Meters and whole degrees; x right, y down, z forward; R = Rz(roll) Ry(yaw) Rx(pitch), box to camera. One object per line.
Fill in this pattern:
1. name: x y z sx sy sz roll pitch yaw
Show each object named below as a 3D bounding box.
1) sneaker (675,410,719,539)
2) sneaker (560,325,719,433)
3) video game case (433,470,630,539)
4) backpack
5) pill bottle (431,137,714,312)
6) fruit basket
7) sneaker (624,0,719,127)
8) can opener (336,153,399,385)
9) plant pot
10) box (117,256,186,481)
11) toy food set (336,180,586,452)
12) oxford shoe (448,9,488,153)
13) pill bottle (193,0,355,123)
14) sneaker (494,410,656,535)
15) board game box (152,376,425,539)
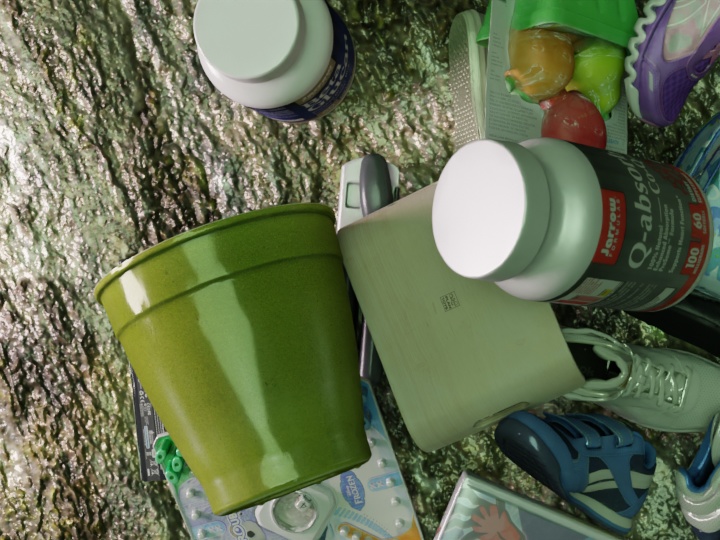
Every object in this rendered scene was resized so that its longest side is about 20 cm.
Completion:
1. sneaker: 0.352 0.158 0.958 0.199 0.081 0.147 -37 107 13
2. sneaker: 0.226 0.093 0.974 0.198 0.116 0.075 13 91 7
3. video game case: 0.144 0.294 1.024 0.198 0.023 0.184 23 94 -1
4. backpack: 0.313 -0.040 0.955 0.162 0.154 0.202 27 79 3
5. pill bottle: 0.155 -0.033 0.862 0.115 0.198 0.117 -8 79 51
6. fruit basket: 0.157 -0.141 0.958 0.093 0.184 0.203 6 91 48
7. sneaker: 0.279 -0.202 0.923 0.088 0.080 0.202 31 102 35
8. can opener: 0.000 0.000 1.029 0.053 0.067 0.203 5 92 9
9. plant pot: -0.080 0.077 0.917 0.198 0.200 0.195 -22 80 8
10. box: -0.126 0.080 1.059 0.159 0.049 0.203 -6 91 9
11. toy food set: 0.079 0.026 0.955 0.142 0.060 0.202 -24 80 13
12. oxford shoe: 0.112 -0.121 1.012 0.057 0.075 0.203 -3 92 -17
13. pill bottle: -0.070 -0.184 0.968 0.110 0.200 0.113 0 92 9
14. sneaker: 0.178 0.146 0.963 0.074 0.200 0.083 34 89 44
15. board game box: -0.057 0.210 1.031 0.198 0.026 0.202 -16 109 8
